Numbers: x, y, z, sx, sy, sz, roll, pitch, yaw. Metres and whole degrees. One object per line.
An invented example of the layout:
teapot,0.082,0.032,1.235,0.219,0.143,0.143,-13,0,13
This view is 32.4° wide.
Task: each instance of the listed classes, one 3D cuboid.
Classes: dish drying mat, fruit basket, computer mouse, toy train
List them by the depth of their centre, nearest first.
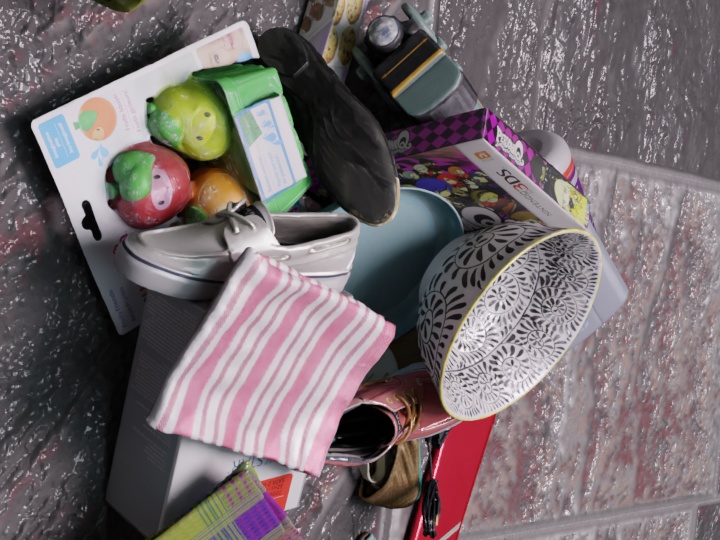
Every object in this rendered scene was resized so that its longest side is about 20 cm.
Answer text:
fruit basket,-0.135,-0.073,0.969,0.200,0.094,0.186,-35,120,-34
toy train,0.064,-0.158,1.123,0.085,0.114,0.200,-39,155,5
computer mouse,0.079,0.173,1.208,0.059,0.034,0.200,93,3,-50
dish drying mat,0.099,0.215,1.309,0.077,0.018,0.201,33,71,-43

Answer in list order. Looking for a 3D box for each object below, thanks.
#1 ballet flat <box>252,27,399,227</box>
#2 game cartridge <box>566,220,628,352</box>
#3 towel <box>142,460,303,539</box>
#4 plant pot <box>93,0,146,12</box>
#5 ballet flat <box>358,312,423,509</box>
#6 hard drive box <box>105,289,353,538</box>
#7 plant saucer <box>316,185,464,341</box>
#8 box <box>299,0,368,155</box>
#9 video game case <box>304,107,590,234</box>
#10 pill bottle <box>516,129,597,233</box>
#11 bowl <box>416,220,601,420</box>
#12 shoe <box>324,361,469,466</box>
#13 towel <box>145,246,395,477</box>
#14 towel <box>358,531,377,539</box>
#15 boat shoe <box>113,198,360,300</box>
ballet flat,-0.024,-0.121,1.032,0.066,0.200,0.057,-32,163,1
game cartridge,0.168,0.038,1.260,0.200,0.042,0.133,-33,115,6
towel,-0.121,0.232,0.989,0.143,0.023,0.200,-36,149,-10
plant pot,-0.152,-0.292,0.871,0.184,0.200,0.200,-52,130,-15
ballet flat,0.024,0.135,1.195,0.072,0.068,0.201,-2,101,-32
hard drive box,-0.105,0.102,0.992,0.156,0.077,0.201,-7,119,-46
plant saucer,0.000,0.000,1.105,0.200,0.027,0.200,-19,138,-18
box,-0.031,-0.201,1.103,0.041,0.039,0.201,28,74,-48
video game case,0.077,-0.071,1.118,0.181,0.200,0.036,34,56,-44
pill bottle,0.190,-0.040,1.308,0.112,0.112,0.200,-46,125,-33
bowl,0.115,0.026,1.113,0.200,0.094,0.201,-30,142,-27
shoe,0.029,0.132,1.115,0.199,0.091,0.072,-6,101,-20
towel,-0.059,0.076,0.940,0.200,0.030,0.147,29,89,-53
towel,0.015,0.376,1.236,0.147,0.022,0.200,-53,129,-30
boat shoe,-0.086,-0.020,0.932,0.199,0.072,0.066,4,120,-32
